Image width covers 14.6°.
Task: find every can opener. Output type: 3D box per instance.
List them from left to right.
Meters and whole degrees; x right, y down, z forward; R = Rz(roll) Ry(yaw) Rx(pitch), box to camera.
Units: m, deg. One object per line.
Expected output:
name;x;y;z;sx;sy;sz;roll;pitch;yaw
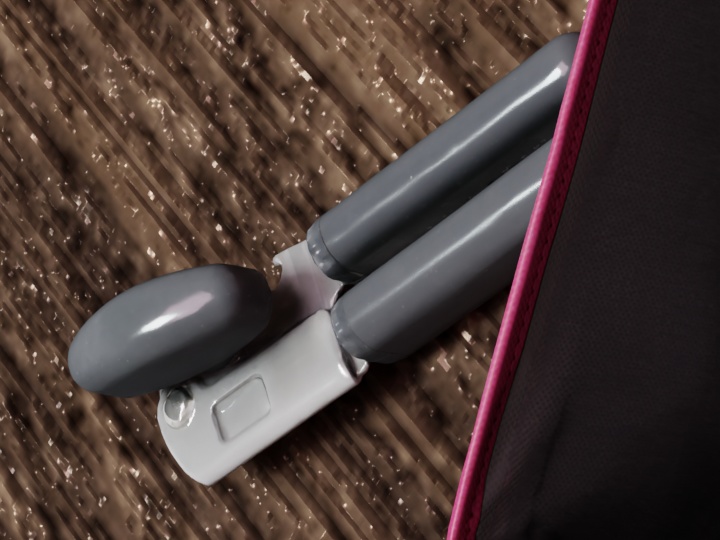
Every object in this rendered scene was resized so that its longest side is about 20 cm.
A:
can opener;0.000;0.000;0.826;0.200;0.066;0.053;-33;62;29

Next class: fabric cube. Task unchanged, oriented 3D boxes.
fabric cube;0.171;0.005;0.578;0.199;0.199;0.197;20;97;42
